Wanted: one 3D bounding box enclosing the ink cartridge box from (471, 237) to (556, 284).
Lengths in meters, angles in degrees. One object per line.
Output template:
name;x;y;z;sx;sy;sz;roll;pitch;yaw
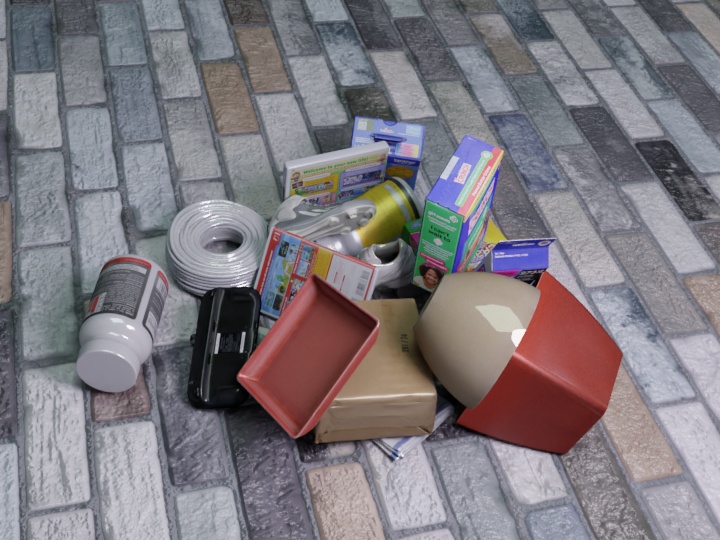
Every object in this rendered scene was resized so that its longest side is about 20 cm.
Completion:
ink cartridge box;0.226;0.002;1.521;0.093;0.200;0.038;-4;69;-13

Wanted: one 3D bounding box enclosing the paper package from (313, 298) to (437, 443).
paper package;0.011;0.152;1.511;0.187;0.105;0.202;-1;44;-11

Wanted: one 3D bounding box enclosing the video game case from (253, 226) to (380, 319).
video game case;-0.078;0.029;1.636;0.197;0.145;0.017;21;13;13

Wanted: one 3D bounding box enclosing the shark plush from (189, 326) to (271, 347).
shark plush;-0.180;0.128;1.570;0.196;0.091;0.085;16;74;1

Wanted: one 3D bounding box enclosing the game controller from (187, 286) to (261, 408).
game controller;-0.212;0.118;1.543;0.102;0.042;0.203;0;64;8

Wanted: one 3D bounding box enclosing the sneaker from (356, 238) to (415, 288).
sneaker;0.000;0.000;1.672;0.197;0.100;0.076;-23;50;5

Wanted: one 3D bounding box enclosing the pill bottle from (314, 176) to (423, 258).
pill bottle;0.008;-0.074;1.752;0.198;0.113;0.112;-30;54;-16

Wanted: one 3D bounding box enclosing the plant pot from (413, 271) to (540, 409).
plant pot;0.155;0.081;1.442;0.133;0.201;0.201;30;46;1

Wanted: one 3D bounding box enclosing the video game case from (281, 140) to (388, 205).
video game case;-0.050;-0.138;1.768;0.197;0.184;0.022;-15;49;-22

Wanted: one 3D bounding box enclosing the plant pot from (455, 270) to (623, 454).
plant pot;0.288;0.162;1.523;0.175;0.201;0.201;31;46;3

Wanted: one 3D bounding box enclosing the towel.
towel;0.036;0.199;1.558;0.199;0.024;0.146;37;50;26

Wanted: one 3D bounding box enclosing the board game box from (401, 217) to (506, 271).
board game box;0.183;-0.022;1.691;0.151;0.041;0.201;-20;53;-20

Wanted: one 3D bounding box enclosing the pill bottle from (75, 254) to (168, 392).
pill bottle;-0.375;0.081;1.547;0.114;0.117;0.202;7;44;-1

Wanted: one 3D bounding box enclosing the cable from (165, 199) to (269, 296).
cable;-0.241;-0.039;1.722;0.196;0.070;0.202;2;45;-6

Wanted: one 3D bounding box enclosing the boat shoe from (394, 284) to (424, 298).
boat shoe;0.138;-0.013;1.757;0.197;0.072;0.070;-20;54;-18

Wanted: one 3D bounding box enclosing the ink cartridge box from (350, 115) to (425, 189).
ink cartridge box;0.047;-0.218;1.845;0.134;0.201;0.078;8;69;1

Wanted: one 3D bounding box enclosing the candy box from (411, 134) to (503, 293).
candy box;0.155;-0.084;1.581;0.076;0.202;0.170;22;51;16

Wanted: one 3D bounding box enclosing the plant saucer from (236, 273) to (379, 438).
plant saucer;-0.071;0.124;1.430;0.201;0.037;0.199;-53;39;-3

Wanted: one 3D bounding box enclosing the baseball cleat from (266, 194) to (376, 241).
baseball cleat;-0.072;-0.098;1.677;0.197;0.070;0.108;-21;58;8
